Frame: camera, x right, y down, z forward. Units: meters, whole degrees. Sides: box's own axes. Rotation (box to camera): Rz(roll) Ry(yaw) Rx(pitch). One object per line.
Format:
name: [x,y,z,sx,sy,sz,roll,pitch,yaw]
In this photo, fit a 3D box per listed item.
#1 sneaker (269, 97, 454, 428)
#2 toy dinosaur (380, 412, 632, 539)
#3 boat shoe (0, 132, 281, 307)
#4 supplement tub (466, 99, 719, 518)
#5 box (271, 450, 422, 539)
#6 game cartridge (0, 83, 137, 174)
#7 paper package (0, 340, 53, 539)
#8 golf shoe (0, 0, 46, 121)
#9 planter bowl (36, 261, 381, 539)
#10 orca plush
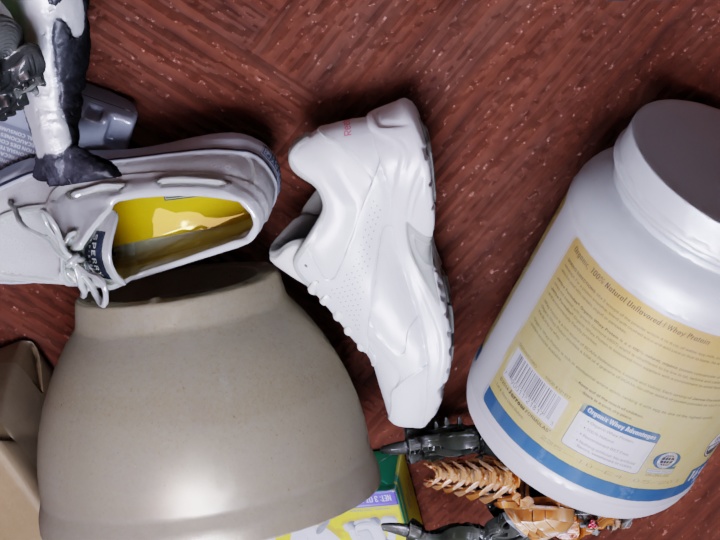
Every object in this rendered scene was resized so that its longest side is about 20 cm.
sneaker: [0.000,0.000,1.324,0.099,0.078,0.201,-7,113,2]
toy dinosaur: [0.089,0.123,1.360,0.135,0.103,0.200,-5,147,29]
boat shoe: [-0.144,-0.017,1.291,0.201,0.086,0.075,-9,122,12]
supplement tub: [0.159,0.022,1.277,0.144,0.145,0.200,23,124,-7]
box: [-0.009,0.211,1.486,0.117,0.048,0.201,-8,123,14]
game cartridge: [-0.239,-0.070,1.342,0.199,0.041,0.134,20,120,-5]
paper package: [-0.254,0.167,1.459,0.199,0.104,0.191,-21,118,20]
golf shoe: [-0.250,-0.102,1.267,0.200,0.078,0.095,-31,85,38]
planter bowl: [-0.097,0.070,1.334,0.199,0.200,0.135,-7,99,13]
orca plush: [-0.153,-0.149,1.254,0.071,0.105,0.201,-18,96,-27]
